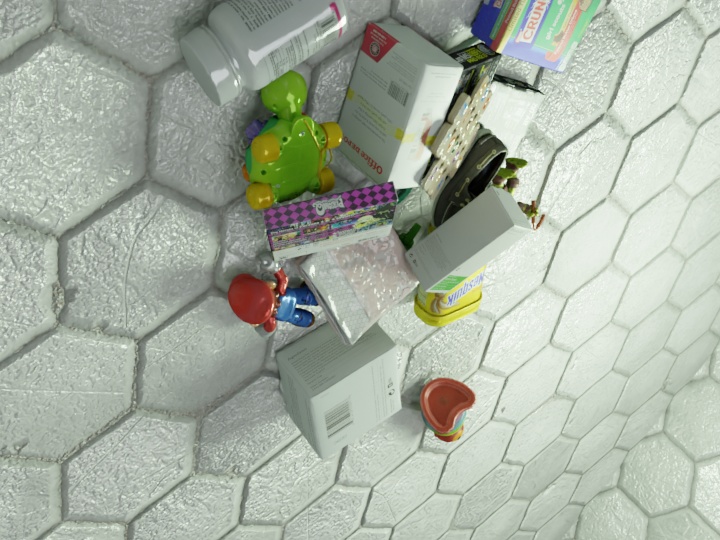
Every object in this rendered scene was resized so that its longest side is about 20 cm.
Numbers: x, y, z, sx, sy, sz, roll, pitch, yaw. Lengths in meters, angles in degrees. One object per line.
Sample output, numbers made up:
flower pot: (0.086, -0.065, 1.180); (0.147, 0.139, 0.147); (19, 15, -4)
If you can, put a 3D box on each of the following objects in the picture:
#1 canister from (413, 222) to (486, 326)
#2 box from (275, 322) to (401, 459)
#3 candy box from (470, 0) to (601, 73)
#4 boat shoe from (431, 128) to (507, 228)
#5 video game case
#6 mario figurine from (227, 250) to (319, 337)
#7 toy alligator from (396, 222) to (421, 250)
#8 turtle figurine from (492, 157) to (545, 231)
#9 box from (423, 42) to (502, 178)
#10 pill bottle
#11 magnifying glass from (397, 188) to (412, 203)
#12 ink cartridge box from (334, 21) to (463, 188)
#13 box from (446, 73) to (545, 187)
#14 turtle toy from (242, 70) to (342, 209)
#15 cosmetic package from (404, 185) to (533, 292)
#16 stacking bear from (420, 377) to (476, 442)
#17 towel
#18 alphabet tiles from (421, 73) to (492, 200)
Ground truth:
canister: (0.182, -0.007, 1.719); (0.146, 0.086, 0.203); (-21, 135, -31)
box: (-0.037, 0.210, 1.670); (0.198, 0.131, 0.201); (-29, 140, -21)
candy box: (0.294, -0.431, 1.443); (0.197, 0.077, 0.171); (2, 123, -43)
boat shoe: (0.188, -0.145, 1.543); (0.071, 0.060, 0.204); (-1, 127, -44)
video game case: (-0.046, -0.071, 1.342); (0.195, 0.037, 0.182); (-13, 167, -5)
mario figurine: (-0.153, 0.041, 1.471); (0.104, 0.126, 0.199); (-14, 165, 30)
toy alligator: (0.050, -0.005, 1.624); (0.202, 0.059, 0.054); (-56, -178, 13)
turtle figurine: (0.273, -0.123, 1.636); (0.197, 0.064, 0.164); (-23, 128, -31)
box: (0.140, -0.252, 1.414); (0.159, 0.044, 0.203); (-33, 151, -49)
pill bottle: (-0.124, -0.304, 1.130); (0.198, 0.113, 0.114); (-35, 142, -13)
magnifying glass: (0.090, -0.196, 1.513); (0.079, 0.022, 0.202); (18, 112, -50)
ink cartridge box: (0.051, -0.245, 1.326); (0.082, 0.145, 0.203); (-8, 130, -40)
box: (0.226, -0.244, 1.576); (0.158, 0.044, 0.203); (0, 124, -44)
turtle toy: (-0.107, -0.186, 1.263); (0.144, 0.101, 0.203); (-16, 134, -33)
cosmetic package: (0.187, -0.051, 1.536); (0.199, 0.086, 0.107); (-37, 161, 25)
stacking bear: (0.195, 0.332, 2.025); (0.121, 0.113, 0.201); (-44, 154, -15)
towel: (0.000, 0.000, 1.521); (0.191, 0.032, 0.202); (-43, 123, -18)
alphabet tiles: (0.151, -0.208, 1.393); (0.198, 0.014, 0.200); (-60, 166, 2)
